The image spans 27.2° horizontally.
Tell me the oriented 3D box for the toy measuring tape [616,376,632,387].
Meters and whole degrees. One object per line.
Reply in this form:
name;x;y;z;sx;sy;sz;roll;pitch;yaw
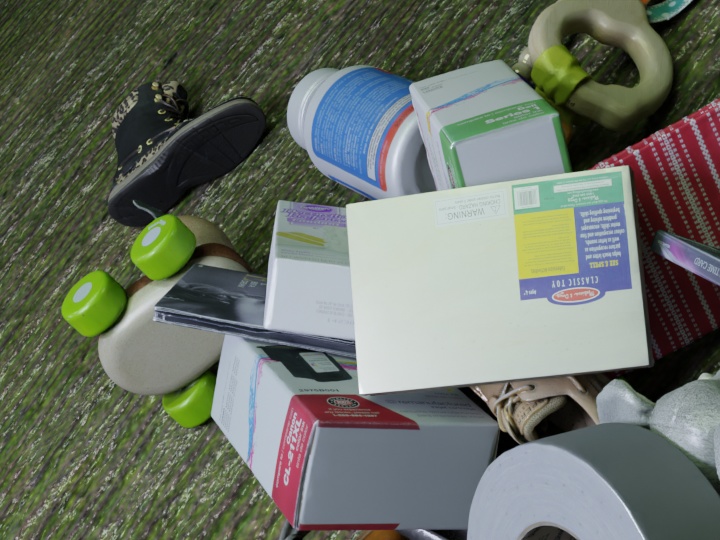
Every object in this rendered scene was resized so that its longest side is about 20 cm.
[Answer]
toy measuring tape;0.130;0.056;1.108;0.074;0.074;0.200;-43;43;3

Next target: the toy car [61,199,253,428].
toy car;-0.172;0.011;1.368;0.157;0.164;0.200;-37;30;10

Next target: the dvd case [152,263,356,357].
dvd case;-0.049;0.032;1.164;0.149;0.198;0.016;-65;-14;-76

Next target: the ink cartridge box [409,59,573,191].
ink cartridge box;0.106;-0.065;1.126;0.083;0.146;0.200;-17;20;-1

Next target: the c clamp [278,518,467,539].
c clamp;0.019;0.211;1.014;0.199;0.027;0.170;29;40;32

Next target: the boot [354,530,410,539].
boot;0.028;0.272;1.039;0.143;0.071;0.201;21;58;33

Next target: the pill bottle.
pill bottle;0.018;-0.122;1.337;0.112;0.112;0.200;-51;40;-7

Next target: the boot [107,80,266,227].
boot;-0.193;-0.151;1.590;0.200;0.073;0.151;-37;39;20

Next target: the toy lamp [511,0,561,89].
toy lamp;0.163;-0.207;1.323;0.058;0.058;0.201;18;71;48

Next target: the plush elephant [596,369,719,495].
plush elephant;0.239;0.097;0.911;0.164;0.155;0.201;23;73;49

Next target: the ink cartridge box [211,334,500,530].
ink cartridge box;-0.010;0.110;1.090;0.200;0.145;0.083;-141;58;-61

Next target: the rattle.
rattle;0.206;-0.171;1.277;0.129;0.143;0.201;16;47;14

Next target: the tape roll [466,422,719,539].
tape roll;0.145;0.196;0.891;0.200;0.066;0.202;23;117;56

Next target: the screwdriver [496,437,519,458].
screwdriver;0.152;0.151;1.053;0.199;0.028;0.029;18;100;45

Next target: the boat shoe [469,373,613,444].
boat shoe;0.125;0.084;1.014;0.199;0.064;0.072;32;122;19

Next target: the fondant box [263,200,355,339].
fondant box;0.000;0.000;1.168;0.200;0.143;0.059;-100;18;-76

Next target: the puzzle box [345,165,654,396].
puzzle box;0.091;0.009;0.993;0.199;0.025;0.134;-7;80;18

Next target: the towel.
towel;0.227;-0.029;1.027;0.199;0.145;0.022;-28;11;2

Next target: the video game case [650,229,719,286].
video game case;0.281;0.022;0.912;0.200;0.142;0.019;-134;63;-70
